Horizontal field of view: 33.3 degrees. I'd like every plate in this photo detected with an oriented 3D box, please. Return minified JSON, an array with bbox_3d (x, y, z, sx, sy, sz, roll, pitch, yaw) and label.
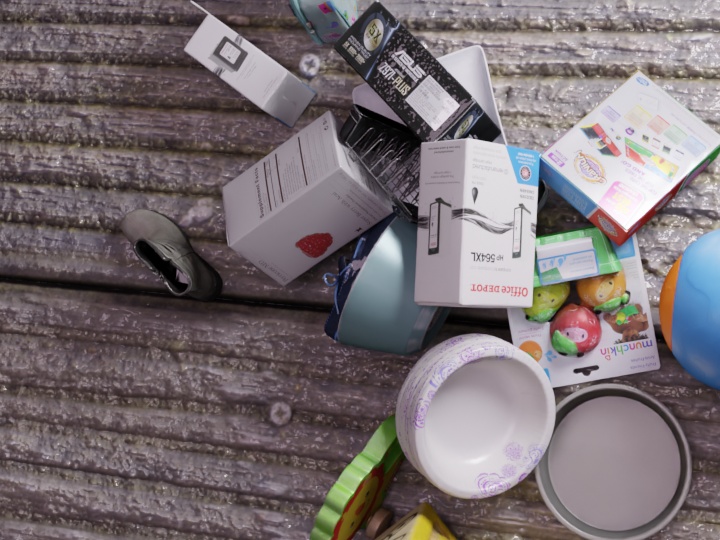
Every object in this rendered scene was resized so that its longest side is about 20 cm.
[{"bbox_3d":[0.102,-0.190,1.681,0.198,0.032,0.201,-17,78,15],"label":"plate"}]

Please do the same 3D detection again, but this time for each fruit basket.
[{"bbox_3d":[0.280,0.046,1.556,0.184,0.094,0.202,-10,87,10],"label":"fruit basket"}]

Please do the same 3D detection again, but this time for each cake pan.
[{"bbox_3d":[0.323,0.247,1.540,0.198,0.037,0.202,-3,81,18],"label":"cake pan"}]

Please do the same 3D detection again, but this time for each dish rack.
[{"bbox_3d":[0.065,-0.122,1.575,0.055,0.153,0.200,-49,57,21],"label":"dish rack"}]

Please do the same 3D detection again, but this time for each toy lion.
[{"bbox_3d":[0.007,0.278,1.558,0.068,0.192,0.201,28,91,20],"label":"toy lion"}]

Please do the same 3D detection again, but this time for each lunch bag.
[{"bbox_3d":[-0.055,-0.426,1.705,0.076,0.160,0.202,-6,74,12],"label":"lunch bag"}]

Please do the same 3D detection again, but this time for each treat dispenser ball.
[{"bbox_3d":[0.460,0.047,1.439,0.199,0.201,0.203,-3,81,18],"label":"treat dispenser ball"}]

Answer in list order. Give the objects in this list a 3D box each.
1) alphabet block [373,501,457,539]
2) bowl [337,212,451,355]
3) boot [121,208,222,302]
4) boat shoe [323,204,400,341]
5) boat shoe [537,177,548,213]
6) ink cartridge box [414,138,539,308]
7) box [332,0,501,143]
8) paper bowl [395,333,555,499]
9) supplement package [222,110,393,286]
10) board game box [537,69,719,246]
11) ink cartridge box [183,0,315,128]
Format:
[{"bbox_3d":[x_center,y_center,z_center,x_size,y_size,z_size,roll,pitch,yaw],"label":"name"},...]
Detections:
[{"bbox_3d":[0.055,0.442,1.501,0.200,0.195,0.197,-39,88,10],"label":"alphabet block"},{"bbox_3d":[0.063,0.030,1.578,0.104,0.201,0.202,28,91,14],"label":"bowl"},{"bbox_3d":[-0.291,-0.032,1.734,0.200,0.131,0.068,40,94,19],"label":"boot"},{"bbox_3d":[0.000,0.000,1.662,0.068,0.084,0.201,29,85,15],"label":"boat shoe"},{"bbox_3d":[0.182,-0.047,1.614,0.074,0.068,0.200,41,96,19],"label":"boat shoe"},{"bbox_3d":[0.146,-0.054,1.496,0.084,0.145,0.202,1,89,46],"label":"ink cartridge box"},{"bbox_3d":[0.078,-0.240,1.594,0.086,0.164,0.200,-44,71,8],"label":"box"},{"bbox_3d":[0.139,0.179,1.531,0.199,0.104,0.203,-4,103,-20],"label":"paper bowl"},{"bbox_3d":[-0.075,-0.096,1.642,0.199,0.121,0.120,-33,44,22],"label":"supplement package"},{"bbox_3d":[0.346,-0.148,1.546,0.200,0.040,0.153,-39,70,-19],"label":"board game box"},{"bbox_3d":[-0.173,-0.298,1.744,0.200,0.116,0.067,38,95,20],"label":"ink cartridge box"}]
